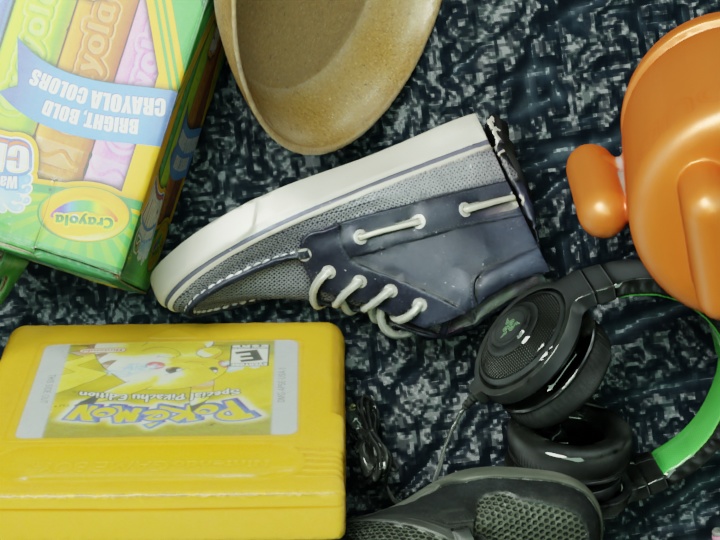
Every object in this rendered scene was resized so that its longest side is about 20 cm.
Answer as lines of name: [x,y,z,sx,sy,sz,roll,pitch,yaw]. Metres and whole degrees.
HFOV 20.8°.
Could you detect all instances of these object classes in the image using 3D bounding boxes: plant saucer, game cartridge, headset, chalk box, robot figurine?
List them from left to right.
chalk box: [-0.150,-0.060,0.965,0.123,0.125,0.202,17,88,1]
game cartridge: [-0.093,0.072,0.923,0.175,0.200,0.033,-1,107,-1]
plant saucer: [-0.016,-0.158,0.951,0.035,0.200,0.202,18,86,28]
headset: [0.092,0.062,0.982,0.199,0.094,0.124,-20,117,-2]
robot figurine: [0.184,-0.053,0.939,0.116,0.200,0.144,36,115,-14]

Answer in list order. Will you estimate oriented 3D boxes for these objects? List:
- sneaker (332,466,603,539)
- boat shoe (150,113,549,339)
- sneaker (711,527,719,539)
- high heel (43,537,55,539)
sneaker: [0.018,0.144,0.864,0.198,0.114,0.077,-8,106,-6]
boat shoe: [0.000,0.000,0.984,0.199,0.075,0.093,-24,76,-2]
sneaker: [0.259,0.090,0.988,0.082,0.070,0.200,38,86,-1]
high heel: [-0.093,0.136,0.925,0.199,0.096,0.068,-8,55,-42]
